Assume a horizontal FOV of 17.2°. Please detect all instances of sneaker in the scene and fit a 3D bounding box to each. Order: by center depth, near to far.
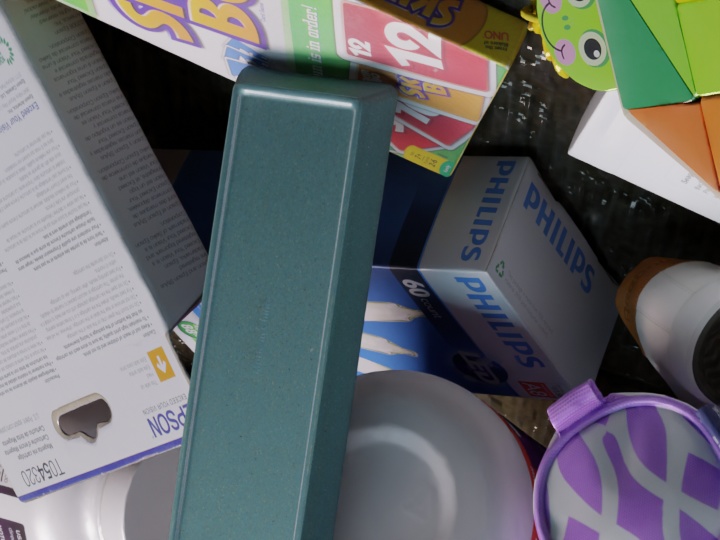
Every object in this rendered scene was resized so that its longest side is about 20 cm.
[{"bbox_3d":[0.183,0.047,0.973,0.200,0.073,0.085,36,180,-33],"label":"sneaker"}]

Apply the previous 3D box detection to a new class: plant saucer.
[{"bbox_3d":[-0.033,0.025,0.902,0.070,0.200,0.019,10,-178,27],"label":"plant saucer"}]

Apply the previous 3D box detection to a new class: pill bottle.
[{"bbox_3d":[0.038,0.114,1.001,0.112,0.113,0.200,12,170,21],"label":"pill bottle"},{"bbox_3d":[-0.173,0.109,1.287,0.200,0.113,0.112,9,151,38],"label":"pill bottle"}]

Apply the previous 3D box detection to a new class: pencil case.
[{"bbox_3d":[0.124,0.100,0.945,0.086,0.084,0.200,51,-176,23],"label":"pencil case"}]

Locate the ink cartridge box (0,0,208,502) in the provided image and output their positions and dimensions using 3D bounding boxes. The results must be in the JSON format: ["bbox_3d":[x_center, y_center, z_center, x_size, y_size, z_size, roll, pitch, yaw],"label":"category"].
[{"bbox_3d":[-0.139,-0.009,1.028,0.196,0.043,0.200,-23,96,55],"label":"ink cartridge box"}]

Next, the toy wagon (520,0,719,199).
[{"bbox_3d":[0.119,-0.081,0.696,0.200,0.040,0.156,-5,103,45],"label":"toy wagon"}]

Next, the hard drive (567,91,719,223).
[{"bbox_3d":[0.184,-0.036,0.840,0.200,0.026,0.132,24,154,-1],"label":"hard drive"}]

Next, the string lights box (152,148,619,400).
[{"bbox_3d":[0.000,0.000,1.019,0.200,0.059,0.103,3,148,36],"label":"string lights box"}]

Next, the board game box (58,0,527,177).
[{"bbox_3d":[-0.042,-0.104,0.900,0.200,0.030,0.096,26,154,0],"label":"board game box"}]
